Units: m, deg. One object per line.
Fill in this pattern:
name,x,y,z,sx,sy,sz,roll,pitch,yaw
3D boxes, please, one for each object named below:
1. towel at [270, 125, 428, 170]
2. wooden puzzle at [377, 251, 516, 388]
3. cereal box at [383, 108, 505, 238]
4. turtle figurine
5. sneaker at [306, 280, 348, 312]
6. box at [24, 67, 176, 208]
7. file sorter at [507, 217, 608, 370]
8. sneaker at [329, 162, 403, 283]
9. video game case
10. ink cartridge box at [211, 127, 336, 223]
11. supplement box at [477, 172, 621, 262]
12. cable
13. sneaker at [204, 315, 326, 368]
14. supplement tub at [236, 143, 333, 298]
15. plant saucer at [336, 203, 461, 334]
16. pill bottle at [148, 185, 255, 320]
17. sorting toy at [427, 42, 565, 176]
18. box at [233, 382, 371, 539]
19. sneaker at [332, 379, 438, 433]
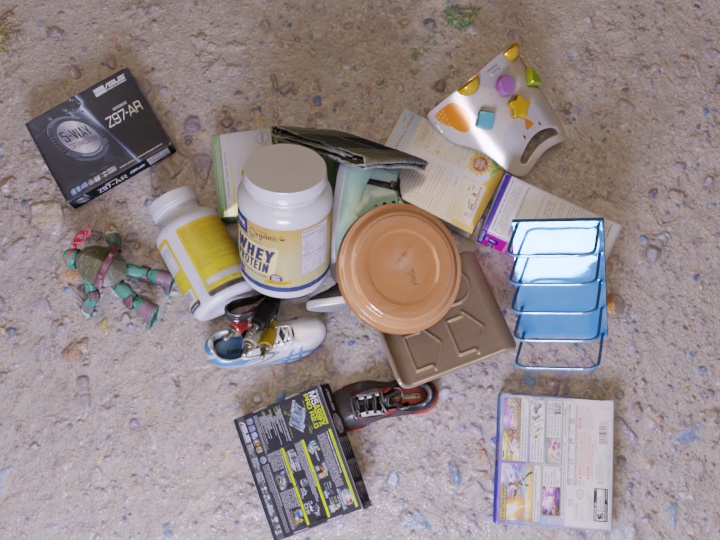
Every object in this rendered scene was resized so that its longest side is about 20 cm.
towel,-0.019,-0.186,1.530,0.192,0.199,0.035,23,105,31
wooden puzzle,0.124,0.081,1.558,0.199,0.046,0.186,-18,63,-7
cereal box,0.127,-0.162,1.624,0.199,0.040,0.145,28,81,7
turtle figurine,-0.407,0.008,1.573,0.199,0.101,0.151,24,80,0
sneaker,0.000,0.000,1.528,0.199,0.071,0.100,-16,83,-13
box,-0.435,-0.223,1.641,0.199,0.044,0.161,-30,80,-5
file sorter,0.296,0.037,1.470,0.138,0.123,0.201,0,115,17
sneaker,0.013,-0.072,1.573,0.117,0.074,0.202,8,93,11
video game case,0.301,0.298,1.529,0.180,0.045,0.202,4,79,0
ink cartridge box,-0.141,-0.163,1.625,0.198,0.048,0.147,-8,78,2
supplement box,0.300,-0.060,1.570,0.199,0.101,0.104,23,81,6
cable,-0.147,0.057,1.549,0.097,0.051,0.200,28,42,9
sneaker,-0.151,0.114,1.558,0.198,0.073,0.072,-12,77,-3
supplement tub,-0.114,-0.074,1.473,0.143,0.201,0.145,2,42,-2
plant saucer,0.062,-0.004,1.492,0.199,0.032,0.202,2,83,-16
pill bottle,-0.258,-0.030,1.567,0.111,0.112,0.201,-29,80,-5
sorting toy,0.247,-0.256,1.602,0.200,0.107,0.180,-42,96,-19
box,-0.091,0.296,1.512,0.159,0.044,0.201,-24,79,15
sneaker,0.025,0.202,1.533,0.198,0.082,0.078,-15,79,-2
